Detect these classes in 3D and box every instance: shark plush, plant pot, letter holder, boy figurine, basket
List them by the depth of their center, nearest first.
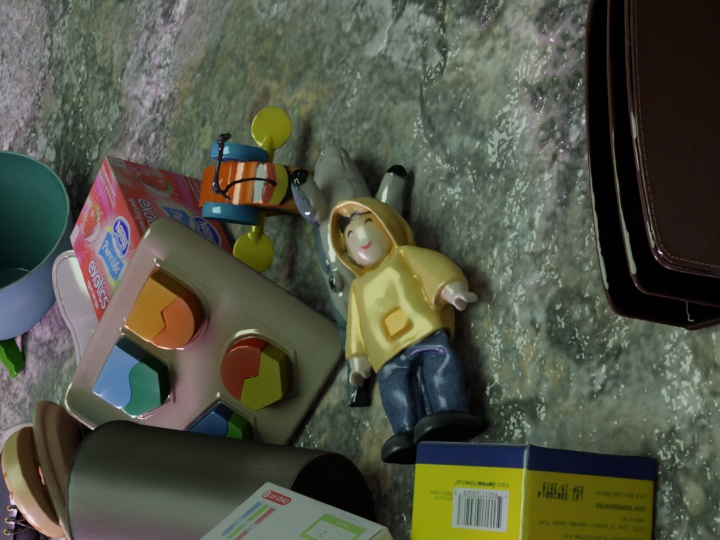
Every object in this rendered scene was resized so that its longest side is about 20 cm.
[{"bbox_3d":[0.174,-0.081,0.942,0.100,0.141,0.202,-20,66,51],"label":"letter holder"},{"bbox_3d":[0.032,0.031,1.175,0.124,0.064,0.202,-31,64,37],"label":"boy figurine"},{"bbox_3d":[-0.099,0.193,1.245,0.198,0.181,0.136,-6,32,38],"label":"basket"},{"bbox_3d":[0.000,0.000,1.272,0.083,0.090,0.202,158,96,-72],"label":"shark plush"},{"bbox_3d":[-0.384,-0.006,1.708,0.135,0.198,0.201,81,167,-50],"label":"plant pot"}]

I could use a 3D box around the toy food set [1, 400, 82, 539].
[{"bbox_3d":[-0.250,0.211,1.462,0.200,0.048,0.200,-108,-7,-75],"label":"toy food set"}]

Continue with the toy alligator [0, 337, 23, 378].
[{"bbox_3d":[-0.406,0.024,1.819,0.059,0.054,0.202,-39,52,43],"label":"toy alligator"}]

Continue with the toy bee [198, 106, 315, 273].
[{"bbox_3d":[-0.076,-0.059,1.348,0.200,0.107,0.132,-106,27,-70],"label":"toy bee"}]

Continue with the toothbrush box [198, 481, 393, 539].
[{"bbox_3d":[-0.013,0.255,1.085,0.145,0.086,0.201,8,131,56],"label":"toothbrush box"}]

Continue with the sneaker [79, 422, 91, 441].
[{"bbox_3d":[-0.201,0.203,1.454,0.200,0.075,0.088,49,130,38],"label":"sneaker"}]

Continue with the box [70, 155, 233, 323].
[{"bbox_3d":[-0.176,-0.001,1.448,0.095,0.102,0.201,-61,34,25],"label":"box"}]

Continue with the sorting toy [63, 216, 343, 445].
[{"bbox_3d":[-0.132,0.084,1.329,0.201,0.184,0.036,-58,-3,25],"label":"sorting toy"}]

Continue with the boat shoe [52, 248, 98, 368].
[{"bbox_3d":[-0.236,0.074,1.546,0.074,0.062,0.202,-16,92,31],"label":"boat shoe"}]

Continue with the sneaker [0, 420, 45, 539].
[{"bbox_3d":[-0.327,0.222,1.654,0.200,0.074,0.107,-44,53,53],"label":"sneaker"}]

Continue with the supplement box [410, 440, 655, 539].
[{"bbox_3d":[0.101,0.209,1.004,0.109,0.108,0.203,-7,76,54],"label":"supplement box"}]
